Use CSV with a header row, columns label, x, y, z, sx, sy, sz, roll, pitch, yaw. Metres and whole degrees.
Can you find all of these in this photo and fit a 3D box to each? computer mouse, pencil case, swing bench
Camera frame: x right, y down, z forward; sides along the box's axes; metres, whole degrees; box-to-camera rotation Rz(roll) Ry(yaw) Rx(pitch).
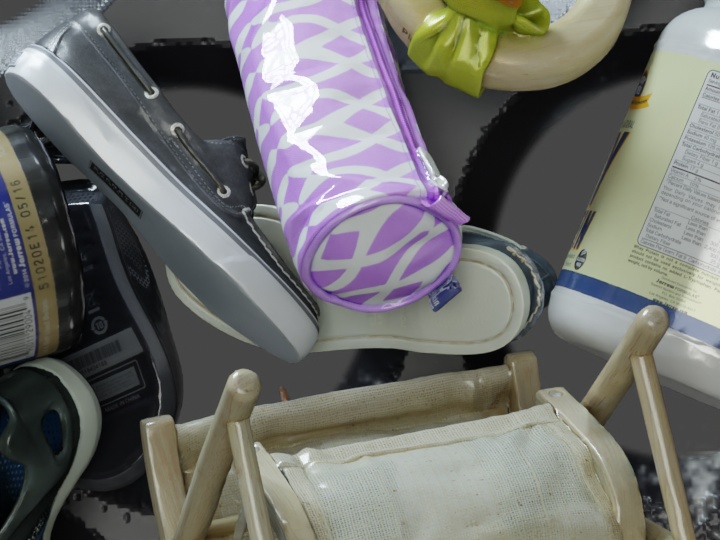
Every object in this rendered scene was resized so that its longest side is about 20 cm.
label,x,y,z,sx,sy,sz,roll,pitch,yaw
computer mouse,-0.137,0.013,1.398,0.138,0.053,0.201,-19,79,15
pencil case,-0.009,-0.074,1.328,0.085,0.084,0.200,-45,46,29
swing bench,0.025,0.102,1.233,0.198,0.200,0.130,-10,84,-16

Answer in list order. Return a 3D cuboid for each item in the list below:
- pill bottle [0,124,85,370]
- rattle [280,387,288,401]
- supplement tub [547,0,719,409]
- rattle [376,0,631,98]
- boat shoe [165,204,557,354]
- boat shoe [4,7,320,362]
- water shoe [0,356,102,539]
label,x,y,z,sx,sy,sz,roll,pitch,yaw
pill bottle,-0.236,0.007,1.295,0.199,0.112,0.112,-15,88,-17
rattle,-0.037,0.181,1.372,0.143,0.130,0.200,36,65,-6
supplement tub,0.188,-0.037,1.324,0.145,0.145,0.201,23,88,4
rattle,0.100,-0.181,1.306,0.200,0.143,0.130,-28,54,-18
boat shoe,0.000,0.000,1.377,0.199,0.062,0.075,1,100,26
boat shoe,-0.082,-0.045,1.342,0.200,0.070,0.066,45,73,1
water shoe,-0.191,0.129,1.354,0.071,0.079,0.201,33,120,24
